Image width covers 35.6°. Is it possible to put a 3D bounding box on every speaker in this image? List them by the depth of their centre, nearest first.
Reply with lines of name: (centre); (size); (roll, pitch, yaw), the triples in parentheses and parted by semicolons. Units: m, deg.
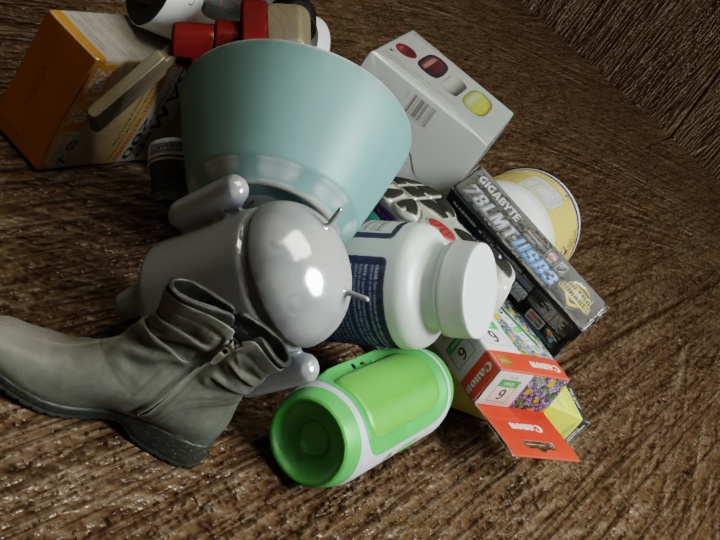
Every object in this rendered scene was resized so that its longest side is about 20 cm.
speaker: (0.006, 0.119, 0.949); (0.088, 0.089, 0.199); (46, 26, 16)
speaker: (-0.126, -0.242, 1.085); (0.199, 0.081, 0.081); (17, 32, -44)

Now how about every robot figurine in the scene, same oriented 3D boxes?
robot figurine: (-0.090, 0.014, 0.860); (0.171, 0.198, 0.113); (68, 24, -12)

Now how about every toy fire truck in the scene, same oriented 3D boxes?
toy fire truck: (-0.143, -0.156, 1.032); (0.198, 0.177, 0.130); (2, 56, -8)

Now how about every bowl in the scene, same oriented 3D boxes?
bowl: (-0.063, -0.083, 0.921); (0.200, 0.200, 0.106); (27, 57, -24)

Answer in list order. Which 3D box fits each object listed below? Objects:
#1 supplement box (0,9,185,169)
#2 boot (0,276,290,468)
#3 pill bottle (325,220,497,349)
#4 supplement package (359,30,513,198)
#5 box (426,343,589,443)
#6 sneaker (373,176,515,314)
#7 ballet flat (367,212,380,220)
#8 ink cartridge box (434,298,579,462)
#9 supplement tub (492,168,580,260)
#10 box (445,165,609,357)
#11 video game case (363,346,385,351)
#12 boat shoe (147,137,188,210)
supplement box: (-0.231, -0.170, 1.063); (0.074, 0.126, 0.200); (44, 26, 15)
boot: (-0.158, 0.049, 0.786); (0.199, 0.131, 0.068); (27, 27, -23)
pill bottle: (0.015, 0.012, 0.996); (0.198, 0.112, 0.111); (4, 10, 27)
supplement package: (0.075, -0.194, 1.495); (0.191, 0.147, 0.200); (39, 26, 1)
box: (0.145, 0.122, 1.176); (0.199, 0.050, 0.076); (24, 28, -31)
sneaker: (0.057, -0.020, 1.078); (0.080, 0.084, 0.200); (-5, 43, -44)
ballet flat: (0.049, -0.032, 1.202); (0.199, 0.068, 0.062); (34, 15, -9)
ink cartridge box: (0.142, 0.094, 1.094); (0.108, 0.051, 0.201); (13, 33, -42)
supplement tub: (0.184, -0.045, 1.396); (0.145, 0.146, 0.200); (43, 25, 11)
box: (0.155, 0.010, 1.217); (0.050, 0.199, 0.200); (-38, 79, -19)
video game case: (0.000, 0.000, 1.199); (0.181, 0.036, 0.200); (41, 25, 6)
boat shoe: (-0.136, -0.058, 1.055); (0.199, 0.073, 0.069); (45, 42, -67)
